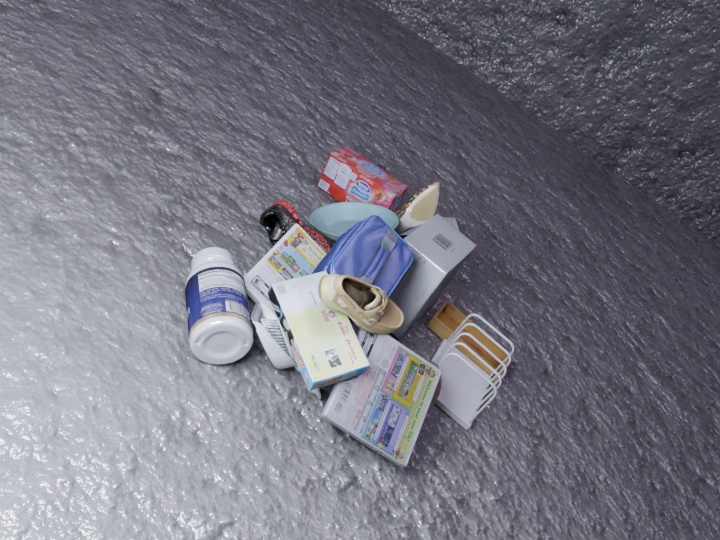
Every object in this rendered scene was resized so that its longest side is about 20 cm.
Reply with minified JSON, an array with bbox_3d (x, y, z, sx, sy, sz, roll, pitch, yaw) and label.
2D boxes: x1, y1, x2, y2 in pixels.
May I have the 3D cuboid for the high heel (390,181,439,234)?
[{"bbox_3d":[0.098,-0.134,1.883,0.071,0.201,0.142,33,2,-29],"label":"high heel"}]

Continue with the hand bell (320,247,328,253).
[{"bbox_3d":[-0.085,0.067,1.647,0.103,0.104,0.203,4,57,-42],"label":"hand bell"}]

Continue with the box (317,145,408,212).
[{"bbox_3d":[0.006,-0.209,2.027,0.199,0.101,0.095,34,31,12],"label":"box"}]

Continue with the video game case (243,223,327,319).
[{"bbox_3d":[-0.112,0.037,1.593,0.200,0.023,0.182,46,57,-6],"label":"video game case"}]

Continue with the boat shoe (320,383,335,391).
[{"bbox_3d":[0.000,0.223,1.519,0.198,0.072,0.063,14,60,-40],"label":"boat shoe"}]

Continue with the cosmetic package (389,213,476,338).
[{"bbox_3d":[0.128,0.009,1.798,0.122,0.201,0.199,38,31,10],"label":"cosmetic package"}]

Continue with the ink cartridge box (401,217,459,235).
[{"bbox_3d":[0.146,-0.089,2.022,0.196,0.051,0.163,-2,19,2],"label":"ink cartridge box"}]

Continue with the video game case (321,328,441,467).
[{"bbox_3d":[0.042,0.222,1.477,0.181,0.022,0.202,34,59,-13],"label":"video game case"}]

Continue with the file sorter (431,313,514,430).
[{"bbox_3d":[0.231,0.203,1.727,0.138,0.125,0.200,39,31,3],"label":"file sorter"}]

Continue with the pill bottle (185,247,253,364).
[{"bbox_3d":[-0.254,0.056,1.446,0.110,0.112,0.202,17,37,-29],"label":"pill bottle"}]

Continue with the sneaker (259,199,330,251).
[{"bbox_3d":[-0.142,-0.068,1.752,0.200,0.071,0.097,45,32,15],"label":"sneaker"}]

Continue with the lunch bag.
[{"bbox_3d":[0.000,0.000,1.576,0.136,0.132,0.201,41,57,-9],"label":"lunch bag"}]

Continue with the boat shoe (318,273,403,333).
[{"bbox_3d":[0.014,0.061,1.449,0.198,0.064,0.073,25,65,-39],"label":"boat shoe"}]

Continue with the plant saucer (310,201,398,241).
[{"bbox_3d":[-0.014,-0.098,1.811,0.197,0.039,0.202,2,27,-1],"label":"plant saucer"}]

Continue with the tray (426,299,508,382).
[{"bbox_3d":[0.251,0.162,1.882,0.199,0.037,0.099,42,32,5],"label":"tray"}]

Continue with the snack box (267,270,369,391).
[{"bbox_3d":[-0.076,0.103,1.446,0.115,0.037,0.202,-12,63,-28],"label":"snack box"}]

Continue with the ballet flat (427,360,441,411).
[{"bbox_3d":[0.115,0.239,1.563,0.067,0.068,0.202,14,49,10],"label":"ballet flat"}]

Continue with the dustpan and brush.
[{"bbox_3d":[-0.130,0.151,1.478,0.140,0.056,0.203,-101,170,-79],"label":"dustpan and brush"}]
